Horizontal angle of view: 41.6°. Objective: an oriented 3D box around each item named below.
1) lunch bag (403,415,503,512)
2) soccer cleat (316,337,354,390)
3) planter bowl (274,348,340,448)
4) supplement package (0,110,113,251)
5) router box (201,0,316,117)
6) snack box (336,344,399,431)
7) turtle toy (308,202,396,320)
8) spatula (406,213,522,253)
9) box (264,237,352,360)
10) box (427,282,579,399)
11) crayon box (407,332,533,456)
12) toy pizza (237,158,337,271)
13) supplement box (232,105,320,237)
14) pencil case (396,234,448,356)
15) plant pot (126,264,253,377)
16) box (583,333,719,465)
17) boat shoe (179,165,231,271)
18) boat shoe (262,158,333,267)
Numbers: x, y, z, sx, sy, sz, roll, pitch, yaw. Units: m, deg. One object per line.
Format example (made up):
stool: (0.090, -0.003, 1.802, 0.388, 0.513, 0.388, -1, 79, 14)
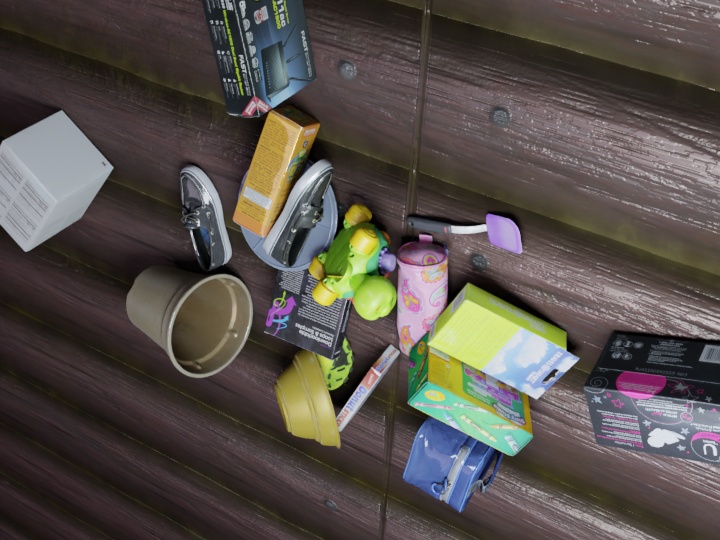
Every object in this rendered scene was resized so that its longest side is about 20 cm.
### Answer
lunch bag: (0.167, 0.293, 1.551, 0.132, 0.200, 0.136, 25, 127, 16)
soccer cleat: (-0.060, 0.128, 1.710, 0.084, 0.065, 0.201, 37, 143, 43)
planter bowl: (-0.105, 0.237, 1.714, 0.200, 0.083, 0.201, 165, 90, -80)
supplement package: (-0.609, -0.170, 1.821, 0.151, 0.152, 0.200, 48, 136, -2)
router box: (-0.143, -0.340, 1.357, 0.062, 0.150, 0.201, 11, 127, 30)
snack box: (0.008, 0.214, 1.702, 0.024, 0.072, 0.200, 39, 135, 8)
turtle toy: (0.000, 0.000, 1.463, 0.101, 0.200, 0.146, 27, 114, -23)
spatula: (0.154, -0.064, 1.430, 0.199, 0.021, 0.057, 9, 127, 32)
box: (-0.079, 0.035, 1.609, 0.143, 0.036, 0.201, 21, 105, 23)
box: (0.219, 0.110, 1.449, 0.200, 0.048, 0.122, 27, 132, -10)
crayon box: (0.171, 0.193, 1.481, 0.200, 0.119, 0.058, 29, 122, -15)
toy pizza: (-0.119, -0.099, 1.573, 0.200, 0.032, 0.201, 7, 104, 30)
supplement box: (-0.135, -0.157, 1.506, 0.069, 0.067, 0.200, 28, 116, 16)
pencil case: (0.100, 0.046, 1.507, 0.087, 0.087, 0.201, 16, 129, 27)
plant pot: (-0.339, 0.078, 1.792, 0.183, 0.200, 0.201, 20, 131, 37)
box: (0.434, 0.177, 1.319, 0.199, 0.132, 0.115, 5, 127, 34)
boat shoe: (-0.292, -0.088, 1.708, 0.070, 0.066, 0.201, 9, 126, 31)
boat shoe: (-0.088, -0.089, 1.502, 0.057, 0.069, 0.200, 42, 124, 12)
